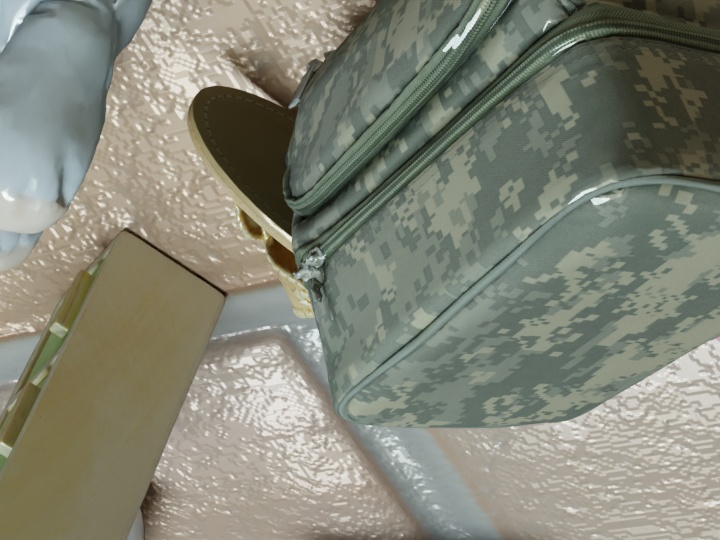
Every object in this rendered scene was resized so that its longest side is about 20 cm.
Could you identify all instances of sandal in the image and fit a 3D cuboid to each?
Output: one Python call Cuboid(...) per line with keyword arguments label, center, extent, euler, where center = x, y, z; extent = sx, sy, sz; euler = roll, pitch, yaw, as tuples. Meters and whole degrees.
Cuboid(label="sandal", center=(-0.001, 0.004, 0.795), extent=(0.211, 0.078, 0.070), euler=(29, 130, -17))

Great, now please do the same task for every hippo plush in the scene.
Cuboid(label="hippo plush", center=(-0.168, -0.103, 0.678), extent=(0.161, 0.160, 0.200), euler=(26, 138, -17))

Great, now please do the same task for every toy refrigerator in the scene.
Cuboid(label="toy refrigerator", center=(-0.136, 0.081, 0.831), extent=(0.070, 0.200, 0.076), euler=(34, 136, -15))

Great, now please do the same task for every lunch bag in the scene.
Cuboid(label="lunch bag", center=(0.061, -0.051, 0.653), extent=(0.139, 0.168, 0.200), euler=(5, 150, -32))

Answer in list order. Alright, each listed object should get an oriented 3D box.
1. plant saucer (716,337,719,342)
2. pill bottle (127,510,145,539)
Cuboid(label="plant saucer", center=(0.215, -0.031, 0.704), extent=(0.200, 0.051, 0.201), euler=(11, 136, 10))
Cuboid(label="pill bottle", center=(-0.195, 0.195, 1.035), extent=(0.106, 0.106, 0.200), euler=(23, 137, -4))
